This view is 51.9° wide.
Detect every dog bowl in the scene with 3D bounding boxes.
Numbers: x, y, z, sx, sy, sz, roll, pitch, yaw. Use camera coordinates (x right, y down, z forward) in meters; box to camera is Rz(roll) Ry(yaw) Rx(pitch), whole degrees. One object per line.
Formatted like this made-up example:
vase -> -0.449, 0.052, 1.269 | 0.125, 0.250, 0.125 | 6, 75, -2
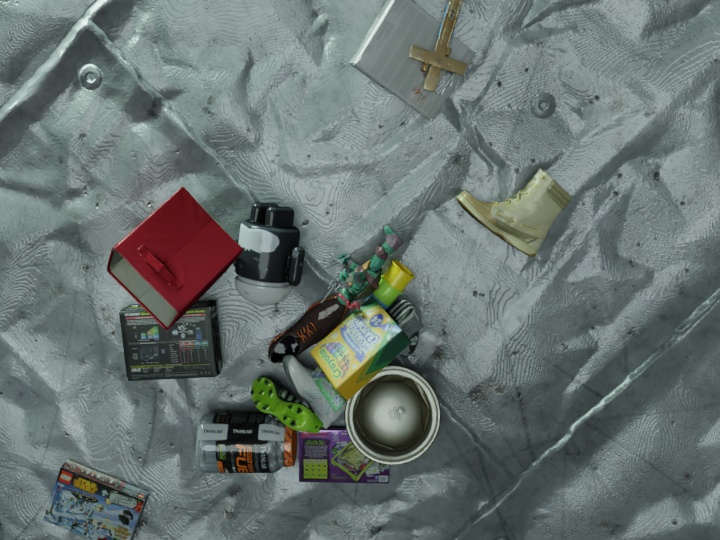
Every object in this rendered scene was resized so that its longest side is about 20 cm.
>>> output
dog bowl -> 0.066, 0.296, 1.539 | 0.197, 0.074, 0.203 | 0, 88, 1

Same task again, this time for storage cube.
storage cube -> -0.361, -0.020, 1.430 | 0.171, 0.200, 0.180 | 45, 65, -5

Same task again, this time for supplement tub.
supplement tub -> -0.235, 0.361, 1.550 | 0.197, 0.123, 0.125 | -1, 100, 2

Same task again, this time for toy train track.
toy train track -> 0.158, -0.444, 1.417 | 0.113, 0.033, 0.203 | 16, 98, -10

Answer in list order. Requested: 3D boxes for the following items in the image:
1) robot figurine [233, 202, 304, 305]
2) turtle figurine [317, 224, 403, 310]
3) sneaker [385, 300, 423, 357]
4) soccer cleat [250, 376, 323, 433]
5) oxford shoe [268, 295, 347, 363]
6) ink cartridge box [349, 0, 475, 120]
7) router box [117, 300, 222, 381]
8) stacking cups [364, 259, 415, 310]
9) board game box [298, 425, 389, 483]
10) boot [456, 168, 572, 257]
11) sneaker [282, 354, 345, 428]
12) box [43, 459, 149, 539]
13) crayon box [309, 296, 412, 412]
robot figurine -> -0.185, -0.031, 1.481 | 0.123, 0.150, 0.203 | 6, 100, -16
turtle figurine -> 0.000, 0.000, 1.472 | 0.200, 0.150, 0.101 | -45, 109, -2
sneaker -> 0.051, 0.161, 1.512 | 0.199, 0.075, 0.116 | -38, 132, 2
soccer cleat -> -0.156, 0.282, 1.527 | 0.081, 0.199, 0.068 | 37, 82, -45
oxford shoe -> -0.108, 0.129, 1.530 | 0.199, 0.073, 0.071 | -40, 96, 8
ink cartridge box -> 0.102, -0.418, 1.451 | 0.199, 0.050, 0.162 | 30, 100, -22
router box -> -0.395, 0.146, 1.548 | 0.197, 0.062, 0.152 | -3, 101, 3
stacking cups -> 0.032, 0.074, 1.530 | 0.060, 0.061, 0.201 | 35, 104, -4
board game box -> -0.035, 0.397, 1.598 | 0.197, 0.032, 0.122 | 1, 104, 1
boot -> 0.305, -0.141, 1.468 | 0.199, 0.073, 0.156 | 33, 100, -6
sneaker -> -0.095, 0.238, 1.540 | 0.080, 0.070, 0.201 | -36, 122, -6
box -> -0.582, 0.520, 1.631 | 0.198, 0.040, 0.138 | 23, 101, -2
crayon box -> -0.013, 0.160, 1.434 | 0.200, 0.126, 0.052 | -42, 132, -1
